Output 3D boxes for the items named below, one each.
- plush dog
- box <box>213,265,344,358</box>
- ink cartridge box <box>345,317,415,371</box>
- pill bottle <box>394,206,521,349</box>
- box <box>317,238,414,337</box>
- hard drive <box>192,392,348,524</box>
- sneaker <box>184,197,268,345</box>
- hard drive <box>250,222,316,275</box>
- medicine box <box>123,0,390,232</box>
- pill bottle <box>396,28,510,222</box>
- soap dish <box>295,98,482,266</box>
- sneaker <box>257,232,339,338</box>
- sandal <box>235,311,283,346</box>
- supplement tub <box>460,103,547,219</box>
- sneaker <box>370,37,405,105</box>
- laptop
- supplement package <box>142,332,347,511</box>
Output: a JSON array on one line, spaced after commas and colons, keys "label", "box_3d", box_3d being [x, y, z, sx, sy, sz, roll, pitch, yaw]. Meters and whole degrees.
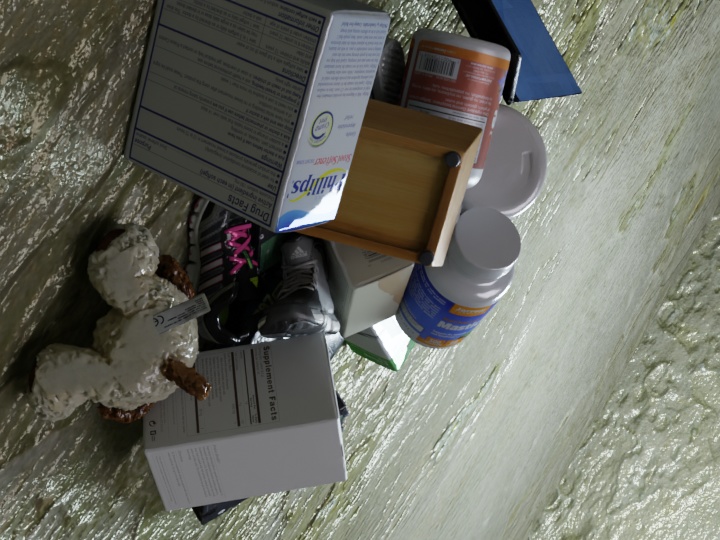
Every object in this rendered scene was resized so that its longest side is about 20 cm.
[{"label": "plush dog", "box_3d": [-0.203, 0.071, 1.135, 0.200, 0.160, 0.172, -64, 178, -2]}, {"label": "box", "box_3d": [-0.101, 0.101, 1.438, 0.158, 0.051, 0.200, -57, 155, -15]}, {"label": "ink cartridge box", "box_3d": [0.031, 0.027, 1.582, 0.146, 0.084, 0.200, -57, 153, -15]}, {"label": "pill bottle", "box_3d": [0.118, 0.008, 1.413, 0.112, 0.112, 0.200, -48, 175, -30]}, {"label": "box", "box_3d": [0.000, 0.000, 1.376, 0.078, 0.095, 0.200, -22, 166, -11]}, {"label": "hard drive", "box_3d": [-0.112, 0.225, 1.415, 0.200, 0.038, 0.140, -28, 163, -19]}, {"label": "sneaker", "box_3d": [-0.133, -0.008, 1.232, 0.074, 0.087, 0.200, -17, 127, -57]}, {"label": "hard drive", "box_3d": [-0.079, -0.105, 1.304, 0.140, 0.038, 0.201, -36, 142, -45]}, {"label": "medicine box", "box_3d": [-0.095, -0.161, 1.052, 0.103, 0.182, 0.201, -16, 128, -57]}, {"label": "pill bottle", "box_3d": [0.091, -0.159, 1.303, 0.112, 0.112, 0.201, -5, 110, -61]}, {"label": "soap dish", "box_3d": [0.012, -0.093, 1.220, 0.081, 0.199, 0.158, -87, -169, -68]}, {"label": "sneaker", "box_3d": [-0.072, 0.013, 1.271, 0.200, 0.075, 0.116, 45, 37, -82]}, {"label": "sandal", "box_3d": [-0.096, 0.122, 1.356, 0.076, 0.043, 0.200, -54, 154, -18]}, {"label": "supplement tub", "box_3d": [0.136, -0.126, 1.488, 0.145, 0.144, 0.200, -60, -169, -9]}, {"label": "sneaker", "box_3d": [0.013, -0.180, 1.350, 0.078, 0.079, 0.200, -47, 142, -41]}, {"label": "laptop", "box_3d": [0.187, -0.308, 1.409, 0.116, 0.188, 0.200, -25, 164, -5]}, {"label": "supplement package", "box_3d": [-0.123, 0.161, 1.253, 0.121, 0.199, 0.120, 85, -5, -48]}]
